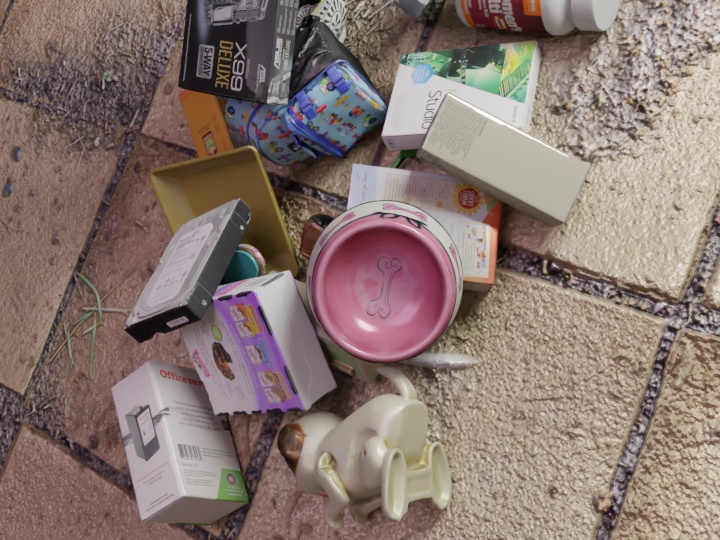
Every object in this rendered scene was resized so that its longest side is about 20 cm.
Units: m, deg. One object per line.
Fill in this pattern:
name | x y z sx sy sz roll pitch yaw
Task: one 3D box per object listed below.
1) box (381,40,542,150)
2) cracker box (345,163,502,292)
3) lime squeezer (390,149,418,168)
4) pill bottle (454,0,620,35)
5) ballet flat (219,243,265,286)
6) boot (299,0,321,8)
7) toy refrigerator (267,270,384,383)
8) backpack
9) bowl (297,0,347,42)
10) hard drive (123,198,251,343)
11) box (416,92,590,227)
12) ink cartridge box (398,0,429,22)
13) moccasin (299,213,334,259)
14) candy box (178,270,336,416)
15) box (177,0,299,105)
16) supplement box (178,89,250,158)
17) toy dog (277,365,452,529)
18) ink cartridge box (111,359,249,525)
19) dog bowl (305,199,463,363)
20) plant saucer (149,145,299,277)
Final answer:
box | 0.135 -0.232 1.297 0.197 0.036 0.147 0 60 24
cracker box | 0.077 -0.054 1.246 0.196 0.058 0.137 8 78 2
lime squeezer | 0.090 -0.166 1.344 0.198 0.038 0.071 -27 94 22
pill bottle | 0.229 -0.365 1.265 0.197 0.109 0.111 15 83 34
ballet flat | -0.176 0.012 1.394 0.070 0.071 0.200 53 136 7
boot | -0.086 -0.423 1.348 0.157 0.079 0.213 -39 39 29
toy refrigerator | -0.057 0.077 1.317 0.198 0.076 0.070 21 60 34
backpack | -0.081 -0.227 1.370 0.199 0.182 0.136 -36 64 11
bowl | -0.082 -0.362 1.450 0.199 0.094 0.203 -32 37 28
hard drive | -0.234 -0.002 1.333 0.138 0.038 0.202 -19 36 39
box | 0.173 -0.134 1.193 0.198 0.068 0.083 28 86 -2
ink cartridge box | 0.121 -0.436 1.312 0.043 0.200 0.198 34 96 -7
moccasin | -0.001 0.000 1.315 0.199 0.073 0.079 28 114 17
candy box | -0.147 0.102 1.304 0.198 0.071 0.170 -11 105 46
box | -0.158 -0.329 1.282 0.156 0.049 0.204 16 104 30
supplement box | -0.220 -0.208 1.523 0.066 0.069 0.202 -32 60 20
toy dog | -0.012 0.226 1.212 0.197 0.139 0.198 -10 90 37
ink cartridge box | -0.251 0.242 1.358 0.083 0.145 0.202 -32 61 20
dog bowl | 0.028 0.020 1.173 0.196 0.074 0.204 0 99 3
plant saucer | -0.191 -0.079 1.429 0.197 0.048 0.203 -8 112 29
